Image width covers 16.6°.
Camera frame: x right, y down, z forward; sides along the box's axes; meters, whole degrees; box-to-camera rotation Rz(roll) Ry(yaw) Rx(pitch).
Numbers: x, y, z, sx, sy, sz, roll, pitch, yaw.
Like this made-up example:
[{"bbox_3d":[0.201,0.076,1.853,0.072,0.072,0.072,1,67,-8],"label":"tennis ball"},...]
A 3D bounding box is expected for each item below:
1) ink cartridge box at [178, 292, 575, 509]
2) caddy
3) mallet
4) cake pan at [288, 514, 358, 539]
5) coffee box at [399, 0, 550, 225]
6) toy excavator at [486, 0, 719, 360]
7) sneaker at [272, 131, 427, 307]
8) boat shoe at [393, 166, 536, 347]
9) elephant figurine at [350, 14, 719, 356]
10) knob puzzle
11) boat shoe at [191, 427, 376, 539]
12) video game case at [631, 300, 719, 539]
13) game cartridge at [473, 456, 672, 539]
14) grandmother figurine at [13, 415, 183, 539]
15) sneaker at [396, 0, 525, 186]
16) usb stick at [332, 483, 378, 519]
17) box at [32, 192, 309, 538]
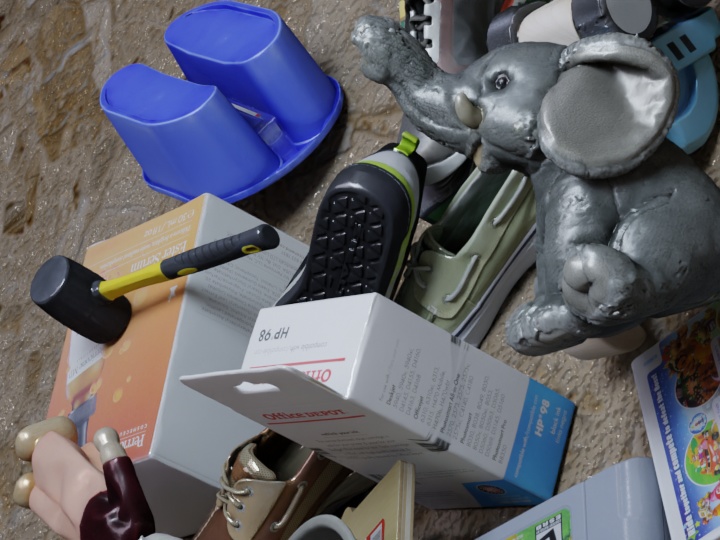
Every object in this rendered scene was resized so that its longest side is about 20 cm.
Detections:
[{"bbox_3d":[0.010,0.070,1.418,0.116,0.200,0.067,-9,58,52],"label":"ink cartridge box"},{"bbox_3d":[-0.098,-0.115,1.811,0.141,0.105,0.200,-42,29,-15],"label":"caddy"},{"bbox_3d":[-0.138,-0.003,1.610,0.200,0.066,0.041,-24,46,44],"label":"mallet"},{"bbox_3d":[-0.023,0.236,1.361,0.200,0.037,0.200,-166,90,-71],"label":"cake pan"},{"bbox_3d":[0.082,-0.131,1.617,0.123,0.044,0.200,-36,40,35],"label":"coffee box"},{"bbox_3d":[0.152,-0.072,1.434,0.194,0.200,0.100,-32,9,-40],"label":"toy excavator"},{"bbox_3d":[0.000,0.000,1.544,0.083,0.072,0.200,-51,-10,-50],"label":"sneaker"},{"bbox_3d":[0.061,-0.007,1.535,0.200,0.062,0.072,-52,33,17],"label":"boat shoe"},{"bbox_3d":[0.113,-0.066,1.309,0.141,0.155,0.200,-24,80,45],"label":"elephant figurine"},{"bbox_3d":[0.001,0.230,1.431,0.220,0.030,0.220,-169,90,-75],"label":"knob puzzle"},{"bbox_3d":[-0.057,0.134,1.517,0.200,0.072,0.076,-48,39,1],"label":"boat shoe"},{"bbox_3d":[0.231,0.049,1.286,0.200,0.018,0.143,-39,38,28],"label":"video game case"},{"bbox_3d":[0.095,0.198,1.358,0.200,0.040,0.133,-34,45,37],"label":"game cartridge"},{"bbox_3d":[-0.156,0.156,1.540,0.200,0.061,0.121,36,135,52],"label":"grandmother figurine"},{"bbox_3d":[0.049,-0.151,1.561,0.077,0.082,0.200,-5,62,52],"label":"sneaker"},{"bbox_3d":[-0.008,0.103,1.579,0.055,0.033,0.200,-29,44,30],"label":"usb stick"},{"bbox_3d":[-0.127,0.072,1.702,0.152,0.106,0.200,-22,49,46],"label":"box"}]
